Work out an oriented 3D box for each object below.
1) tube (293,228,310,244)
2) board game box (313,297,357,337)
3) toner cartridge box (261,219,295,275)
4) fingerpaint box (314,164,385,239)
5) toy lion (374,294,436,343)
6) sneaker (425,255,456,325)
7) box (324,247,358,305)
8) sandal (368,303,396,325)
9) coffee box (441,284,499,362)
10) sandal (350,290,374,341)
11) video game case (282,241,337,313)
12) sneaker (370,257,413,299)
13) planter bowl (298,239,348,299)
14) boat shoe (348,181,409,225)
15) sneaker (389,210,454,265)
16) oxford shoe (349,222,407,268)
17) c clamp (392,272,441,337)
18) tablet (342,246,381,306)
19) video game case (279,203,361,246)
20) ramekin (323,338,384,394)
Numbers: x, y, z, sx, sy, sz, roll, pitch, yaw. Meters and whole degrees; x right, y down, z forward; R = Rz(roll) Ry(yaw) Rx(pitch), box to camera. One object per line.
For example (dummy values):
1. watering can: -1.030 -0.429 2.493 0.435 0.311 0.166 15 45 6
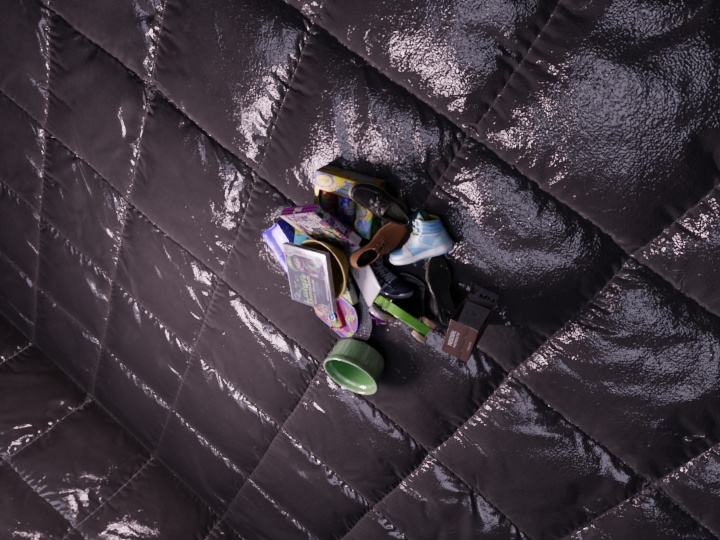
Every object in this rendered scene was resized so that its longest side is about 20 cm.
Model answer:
1. tube: -0.189 -0.081 1.729 0.077 0.050 0.202 13 98 33
2. board game box: -0.098 0.143 1.769 0.200 0.039 0.159 40 136 19
3. toner cartridge box: -0.240 -0.063 1.801 0.095 0.043 0.201 -27 99 40
4. fingerpaint box: -0.037 -0.203 1.579 0.199 0.073 0.168 20 124 21
5. toy lion: 0.126 0.132 1.573 0.191 0.200 0.069 33 89 9
6. sneaker: 0.223 0.061 1.558 0.114 0.076 0.201 141 117 -78
7. box: -0.094 0.017 1.744 0.144 0.036 0.201 -1 115 43
8. sandal: 0.055 0.141 1.643 0.082 0.203 0.050 36 90 17
9. coffee box: 0.303 0.142 1.474 0.079 0.200 0.114 24 125 18
10. sandal: 0.019 0.143 1.760 0.075 0.045 0.201 17 109 17
11. video game case: -0.155 0.021 1.637 0.181 0.023 0.201 16 125 36
12. sneaker: 0.073 0.011 1.616 0.199 0.070 0.109 20 125 38
13. planter bowl: -0.098 -0.016 1.640 0.200 0.083 0.202 23 129 32
14. boat shoe: 0.059 -0.181 1.472 0.200 0.066 0.072 24 111 -31
15. sneaker: 0.155 -0.097 1.518 0.199 0.080 0.131 -17 108 27
16. oxford shoe: 0.060 -0.070 1.536 0.200 0.071 0.071 -41 104 -3
17. c clamp: 0.171 0.100 1.651 0.170 0.027 0.201 11 122 33
18. tablet: 0.000 0.000 1.632 0.201 0.014 0.130 63 155 20
19. video game case: -0.120 -0.130 1.595 0.181 0.036 0.199 37 160 -33
20. ramekin: -0.015 0.319 1.801 0.199 0.098 0.201 20 145 15
